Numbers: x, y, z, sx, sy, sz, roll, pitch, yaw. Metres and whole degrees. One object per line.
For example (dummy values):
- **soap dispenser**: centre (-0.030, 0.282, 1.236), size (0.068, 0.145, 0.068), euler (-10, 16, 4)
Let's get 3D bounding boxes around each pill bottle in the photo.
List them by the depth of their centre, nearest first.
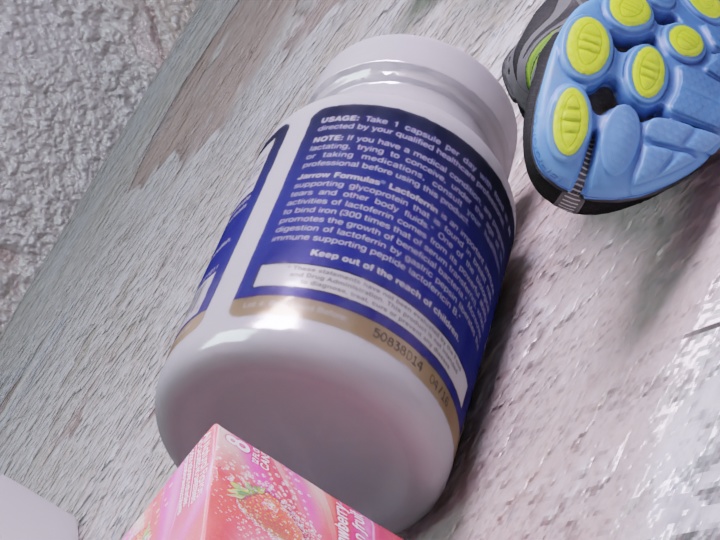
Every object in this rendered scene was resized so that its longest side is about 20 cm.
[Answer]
- **pill bottle**: centre (0.000, 0.000, 0.709), size (0.116, 0.115, 0.201), euler (-44, 18, 43)

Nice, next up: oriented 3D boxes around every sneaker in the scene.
- **sneaker**: centre (0.094, -0.070, 0.655), size (0.083, 0.071, 0.200), euler (-55, 7, 31)

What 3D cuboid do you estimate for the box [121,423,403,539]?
- **box**: centre (-0.035, 0.147, 0.527), size (0.095, 0.102, 0.200), euler (-53, 13, 17)

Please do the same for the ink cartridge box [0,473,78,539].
- **ink cartridge box**: centre (-0.306, 0.237, 1.193), size (0.201, 0.146, 0.146), euler (-55, 14, 4)
